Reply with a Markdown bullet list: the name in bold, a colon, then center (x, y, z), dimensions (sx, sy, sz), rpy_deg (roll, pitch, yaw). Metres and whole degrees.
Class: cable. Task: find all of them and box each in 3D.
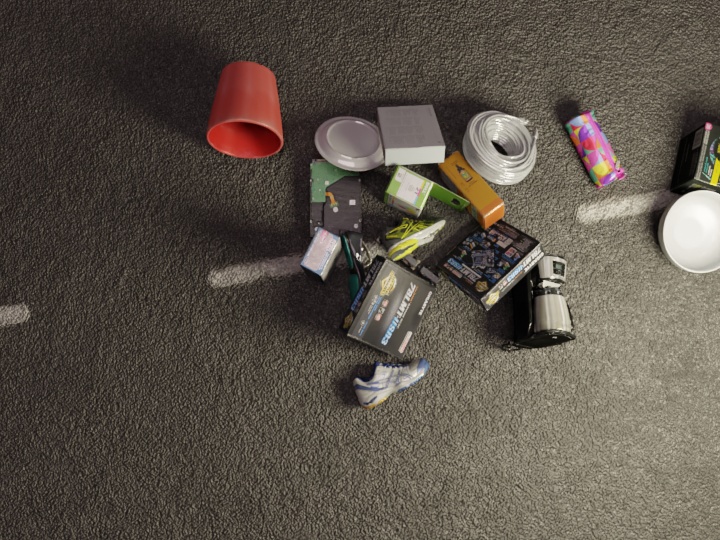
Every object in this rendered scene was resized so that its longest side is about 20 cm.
- **cable**: center (0.349, -0.312, 1.619), dimensions (0.195, 0.069, 0.204), rpy_deg (19, 58, -10)

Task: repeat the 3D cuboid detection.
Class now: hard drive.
- **hard drive**: center (-0.064, -0.184, 1.656), dimensions (0.135, 0.038, 0.206), rpy_deg (-1, 84, -1)

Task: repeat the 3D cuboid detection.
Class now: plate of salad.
- **plate of salad**: center (-0.022, -0.320, 1.643), dimensions (0.194, 0.049, 0.204), rpy_deg (6, 52, -8)

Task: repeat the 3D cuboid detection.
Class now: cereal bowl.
- **cereal bowl**: center (0.844, -0.097, 1.624), dimensions (0.194, 0.083, 0.206), rpy_deg (0, 91, 1)

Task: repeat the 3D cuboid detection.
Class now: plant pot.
- **plant pot**: center (-0.287, -0.406, 1.613), dimensions (0.194, 0.201, 0.182), rpy_deg (0, 74, 0)

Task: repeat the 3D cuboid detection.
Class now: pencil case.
- **pencil case**: center (0.606, -0.313, 1.654), dimensions (0.087, 0.088, 0.203), rpy_deg (-28, 84, -3)

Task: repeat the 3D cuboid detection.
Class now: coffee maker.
- **coffee maker**: center (0.420, 0.078, 1.571), dimensions (0.188, 0.134, 0.205), rpy_deg (-13, 66, 31)

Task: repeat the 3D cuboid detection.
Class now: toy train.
- **toy train**: center (0.120, -0.033, 1.637), dimensions (0.199, 0.046, 0.034), rpy_deg (39, 89, 2)

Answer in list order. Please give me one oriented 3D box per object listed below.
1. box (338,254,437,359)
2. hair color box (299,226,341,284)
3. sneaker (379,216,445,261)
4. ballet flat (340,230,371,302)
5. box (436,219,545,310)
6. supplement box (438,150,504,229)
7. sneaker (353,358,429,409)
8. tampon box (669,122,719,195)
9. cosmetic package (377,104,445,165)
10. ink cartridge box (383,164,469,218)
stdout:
- **box**: center (0.070, 0.091, 1.553), dimensions (0.196, 0.049, 0.203), rpy_deg (28, 92, -37)
- **hair color box**: center (-0.093, -0.033, 1.556), dimensions (0.059, 0.200, 0.102), rpy_deg (26, 83, 3)
- **sneaker**: center (0.132, -0.102, 1.604), dimensions (0.198, 0.075, 0.085), rpy_deg (-27, 72, -34)
- **ballet flat**: center (0.000, 0.000, 1.615), dimensions (0.071, 0.073, 0.206), rpy_deg (-10, 95, -2)
- **box**: center (0.314, -0.026, 1.566), dimensions (0.198, 0.200, 0.050), rpy_deg (-43, 126, -4)
- **supplement box**: center (0.277, -0.204, 1.614), dimensions (0.066, 0.069, 0.202), rpy_deg (-33, 64, -3)
- **sneaker**: center (0.074, 0.258, 1.585), dimensions (0.197, 0.075, 0.090), rpy_deg (-29, 89, -4)
- **tampon box**: center (0.921, -0.259, 1.627), dimensions (0.195, 0.126, 0.154), rpy_deg (15, 84, 1)
- **cosmetic package**: center (0.123, -0.342, 1.610), dimensions (0.146, 0.053, 0.203), rpy_deg (-5, 43, -1)
- **ink cartridge box**: center (0.160, -0.172, 1.600), dimensions (0.196, 0.148, 0.077), rpy_deg (27, 86, 3)
